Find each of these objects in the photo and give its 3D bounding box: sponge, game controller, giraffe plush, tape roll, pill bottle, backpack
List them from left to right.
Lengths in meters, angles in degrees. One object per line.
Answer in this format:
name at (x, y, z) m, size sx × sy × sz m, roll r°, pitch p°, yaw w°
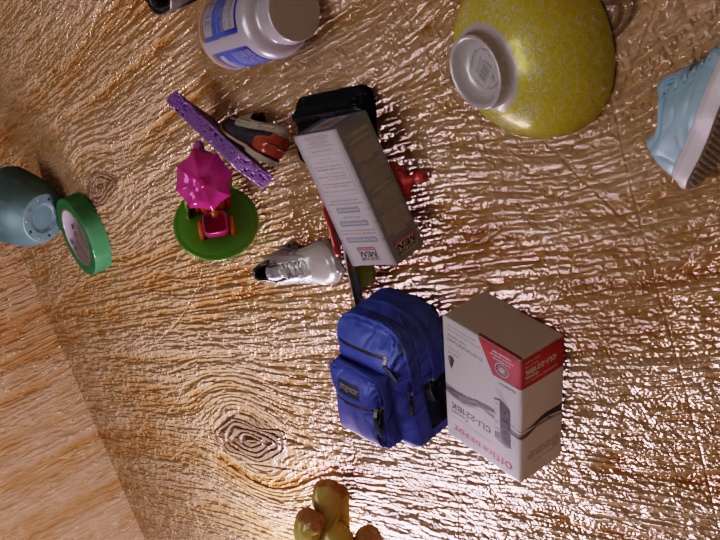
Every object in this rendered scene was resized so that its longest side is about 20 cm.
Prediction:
tape roll at (-0.682, -0.090, 2.656) m, size 0.200 × 0.048 × 0.202 m, roll 38°, pitch 141°, yaw 39°
sponge at (-0.234, -0.219, 1.791) m, size 0.200 × 0.030 × 0.111 m, roll 45°, pitch -174°, yaw 32°
pill bottle at (-0.140, -0.350, 1.519) m, size 0.199 × 0.112 × 0.113 m, roll 4°, pitch 116°, yaw 56°
game controller at (-0.036, -0.203, 1.528) m, size 0.199 × 0.042 × 0.105 m, roll 4°, pitch 108°, yaw 58°
giraffe plush at (-0.029, 0.502, 1.965) m, size 0.161 × 0.201 × 0.173 m, roll 18°, pitch 163°, yaw 23°
backpack at (0.046, 0.139, 1.543) m, size 0.162 × 0.167 × 0.201 m, roll 17°, pitch 125°, yaw 38°

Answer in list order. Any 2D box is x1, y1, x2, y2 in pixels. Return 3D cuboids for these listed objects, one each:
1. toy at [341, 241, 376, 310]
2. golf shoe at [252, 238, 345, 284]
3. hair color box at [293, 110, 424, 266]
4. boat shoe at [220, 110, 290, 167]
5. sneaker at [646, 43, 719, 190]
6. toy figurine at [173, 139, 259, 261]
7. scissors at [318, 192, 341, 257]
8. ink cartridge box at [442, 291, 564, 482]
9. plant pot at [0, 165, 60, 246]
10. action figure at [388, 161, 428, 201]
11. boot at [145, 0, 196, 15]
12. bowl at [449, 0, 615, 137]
toy at (0.000, 0.000, 1.608) m, size 0.116 × 0.047 × 0.201 m, roll -103°, pitch 5°, yaw -52°
golf shoe at (-0.101, 0.000, 1.741) m, size 0.199 × 0.097 × 0.079 m, roll -6°, pitch 106°, yaw 58°
hair color box at (-0.002, -0.107, 1.445) m, size 0.099 × 0.061 × 0.201 m, roll 0°, pitch 119°, yaw 52°
boat shoe at (-0.165, -0.220, 1.710) m, size 0.063 × 0.071 × 0.200 m, roll -65°, pitch 31°, yaw 9°
sneaker at (0.307, -0.165, 0.979) m, size 0.082 × 0.074 × 0.201 m, roll 44°, pitch 144°, yaw 26°
toy figurine at (-0.254, -0.146, 1.800) m, size 0.184 × 0.149 × 0.201 m, roll 91°, pitch 169°, yaw -62°
scissors at (-0.055, -0.104, 1.550) m, size 0.073 × 0.014 × 0.201 m, roll -98°, pitch -7°, yaw -50°
ink cartridge box at (0.186, 0.152, 1.405) m, size 0.144 × 0.083 × 0.201 m, roll 30°, pitch 137°, yaw 44°
plant pot at (-0.853, -0.152, 2.749) m, size 0.160 × 0.200 × 0.202 m, roll 18°, pitch 128°, yaw 35°
action figure at (0.024, -0.125, 1.492) m, size 0.199 × 0.052 × 0.066 m, roll 4°, pitch 121°, yaw 54°
boot at (-0.179, -0.414, 1.440) m, size 0.182 × 0.199 × 0.073 m, roll -23°, pitch 90°, yaw 60°
bowl at (0.158, -0.225, 1.139) m, size 0.200 × 0.107 × 0.201 m, roll 39°, pitch 142°, yaw 38°
